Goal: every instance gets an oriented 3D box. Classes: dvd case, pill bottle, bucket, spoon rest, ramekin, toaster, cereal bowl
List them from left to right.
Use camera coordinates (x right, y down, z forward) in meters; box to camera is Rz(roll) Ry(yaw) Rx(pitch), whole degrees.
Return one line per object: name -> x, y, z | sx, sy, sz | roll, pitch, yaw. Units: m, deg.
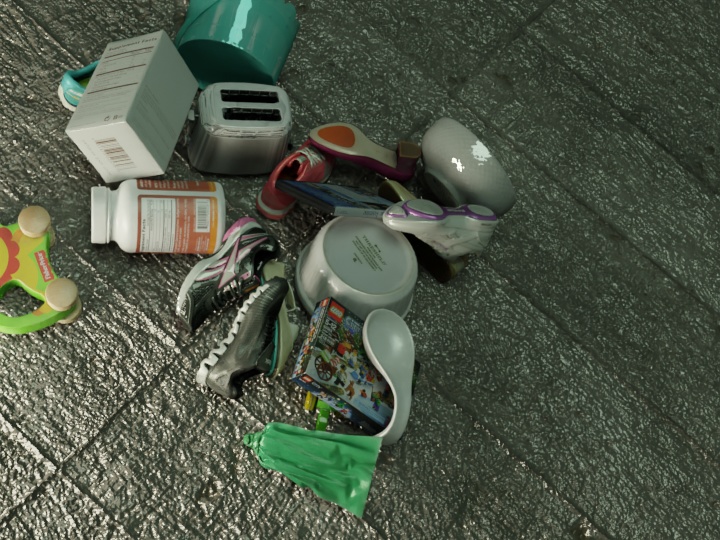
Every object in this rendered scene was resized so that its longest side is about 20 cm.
pill bottle -> -0.313, -0.084, 1.470 | 0.197, 0.112, 0.114 | 1, 62, -17
bucket -> -0.213, -0.391, 1.618 | 0.205, 0.207, 0.136 | 19, 67, -7
toaster -> -0.191, -0.234, 1.579 | 0.197, 0.129, 0.115 | 0, 63, -17
dvd case -> -0.023, -0.113, 1.541 | 0.142, 0.018, 0.199 | 27, 18, 39
ramekin -> 0.000, 0.000, 1.521 | 0.200, 0.095, 0.204 | 10, 53, -13
spoon rest -> 0.045, 0.153, 1.408 | 0.099, 0.060, 0.203 | 17, 63, -38
cereal bowl -> 0.169, -0.158, 1.624 | 0.083, 0.200, 0.200 | -42, 80, -7

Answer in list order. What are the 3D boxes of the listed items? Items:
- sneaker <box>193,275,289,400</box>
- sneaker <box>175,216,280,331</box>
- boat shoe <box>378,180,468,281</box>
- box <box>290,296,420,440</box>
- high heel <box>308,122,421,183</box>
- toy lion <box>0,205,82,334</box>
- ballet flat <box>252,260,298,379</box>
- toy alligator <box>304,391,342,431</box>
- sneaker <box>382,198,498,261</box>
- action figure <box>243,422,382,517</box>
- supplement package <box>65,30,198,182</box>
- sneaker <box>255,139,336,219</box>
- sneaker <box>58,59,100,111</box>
sneaker -> -0.154, 0.106, 1.403 | 0.090, 0.066, 0.201 | 36, 88, 21
sneaker -> -0.197, 0.011, 1.446 | 0.086, 0.080, 0.201 | 29, 76, 22
boat shoe -> 0.107, -0.076, 1.625 | 0.065, 0.072, 0.201 | -35, 83, -34
box -> -0.002, 0.151, 1.435 | 0.199, 0.037, 0.138 | 37, 51, -26
high heel -> 0.002, -0.192, 1.640 | 0.197, 0.096, 0.068 | 14, 59, -7
toy lion -> -0.528, 0.005, 1.391 | 0.190, 0.069, 0.202 | -21, 71, -18
ballet flat -> -0.127, 0.073, 1.477 | 0.068, 0.070, 0.202 | -2, 63, -18
toy alligator -> -0.043, 0.156, 1.461 | 0.059, 0.054, 0.202 | 16, 59, -9
sneaker -> 0.126, -0.058, 1.530 | 0.197, 0.101, 0.075 | 5, 30, -21
action figure -> -0.076, 0.269, 1.380 | 0.197, 0.055, 0.120 | 16, 89, 6
supplement package -> -0.350, -0.254, 1.480 | 0.116, 0.117, 0.202 | -6, 50, 24
sneaker -> -0.095, -0.170, 1.600 | 0.073, 0.087, 0.201 | 36, 58, 4
sneaker -> -0.403, -0.317, 1.586 | 0.198, 0.080, 0.078 | -22, 71, -27
